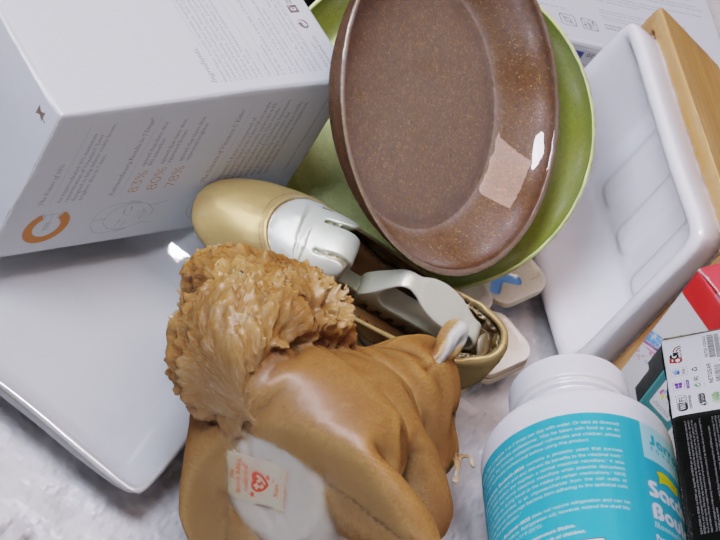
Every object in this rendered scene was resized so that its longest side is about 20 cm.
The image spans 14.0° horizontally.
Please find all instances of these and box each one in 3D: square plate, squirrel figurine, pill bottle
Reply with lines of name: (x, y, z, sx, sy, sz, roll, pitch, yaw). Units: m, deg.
square plate: (-0.156, 0.019, 1.627, 0.200, 0.028, 0.198, 37, 41, 5)
squirrel figurine: (-0.016, 0.062, 1.570, 0.200, 0.142, 0.187, 59, 35, -3)
pill bottle: (0.125, 0.143, 1.616, 0.111, 0.111, 0.200, 14, 45, -20)

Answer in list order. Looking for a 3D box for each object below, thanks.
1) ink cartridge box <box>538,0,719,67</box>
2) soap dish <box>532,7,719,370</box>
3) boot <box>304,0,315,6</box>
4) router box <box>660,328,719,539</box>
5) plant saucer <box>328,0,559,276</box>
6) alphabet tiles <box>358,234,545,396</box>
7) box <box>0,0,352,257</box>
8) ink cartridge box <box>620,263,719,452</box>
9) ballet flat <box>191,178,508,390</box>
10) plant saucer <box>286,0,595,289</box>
ink cartridge box: (0.145, -0.207, 2.024, 0.200, 0.041, 0.200, 11, 45, -23)
soap dish: (0.175, -0.036, 1.791, 0.081, 0.157, 0.200, 15, 43, -31)
boot: (0.058, -0.135, 1.823, 0.200, 0.074, 0.075, 29, 29, 12)
router box: (0.204, 0.150, 1.570, 0.051, 0.149, 0.200, -10, 36, 7)
plant saucer: (0.041, -0.097, 1.663, 0.200, 0.037, 0.200, 1, 89, -51)
alphabet tiles: (0.012, -0.006, 1.750, 0.196, 0.015, 0.200, -22, 64, -36)
box: (-0.127, -0.092, 1.636, 0.200, 0.124, 0.097, -10, 58, -39)
ink cartridge box: (0.224, 0.049, 1.700, 0.116, 0.200, 0.067, -14, 59, -40)
ballet flat: (0.000, 0.000, 1.652, 0.200, 0.063, 0.069, 30, 64, -19)
plant saucer: (0.039, -0.084, 1.742, 0.200, 0.031, 0.200, 1, 81, -6)
